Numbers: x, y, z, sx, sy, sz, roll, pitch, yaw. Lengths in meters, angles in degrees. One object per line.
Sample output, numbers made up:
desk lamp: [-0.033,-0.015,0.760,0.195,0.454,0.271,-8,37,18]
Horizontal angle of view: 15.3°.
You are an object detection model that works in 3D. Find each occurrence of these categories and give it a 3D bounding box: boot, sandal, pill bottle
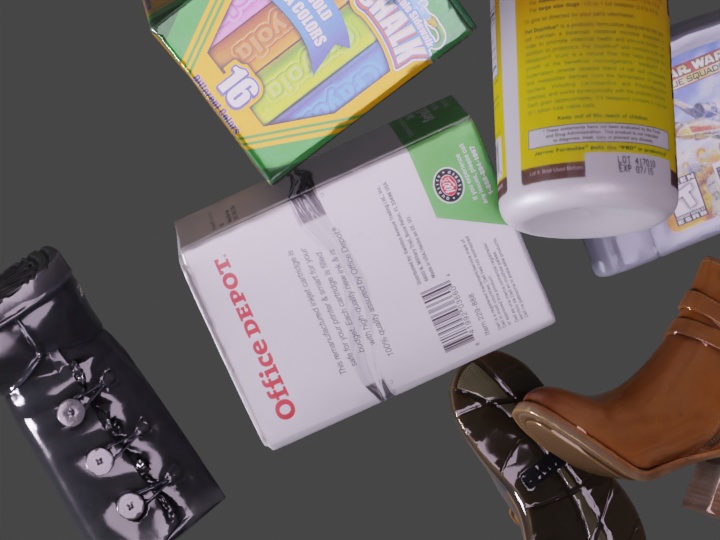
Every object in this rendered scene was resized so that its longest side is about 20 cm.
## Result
boot: [-0.203,0.109,1.689,0.164,0.066,0.201,-31,111,3]
sandal: [0.119,0.144,1.743,0.082,0.055,0.201,-35,92,-11]
boot: [0.201,0.064,1.699,0.199,0.077,0.156,21,83,-18]
pill bottle: [0.134,-0.126,1.615,0.108,0.109,0.201,0,78,-7]

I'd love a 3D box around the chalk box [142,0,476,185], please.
chalk box: [-0.016,-0.169,1.604,0.200,0.125,0.124,-38,106,2]

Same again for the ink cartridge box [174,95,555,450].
ink cartridge box: [0.000,0.000,1.670,0.199,0.084,0.147,-24,107,-1]

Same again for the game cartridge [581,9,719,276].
game cartridge: [0.220,-0.092,1.700,0.199,0.042,0.134,-22,111,-1]
